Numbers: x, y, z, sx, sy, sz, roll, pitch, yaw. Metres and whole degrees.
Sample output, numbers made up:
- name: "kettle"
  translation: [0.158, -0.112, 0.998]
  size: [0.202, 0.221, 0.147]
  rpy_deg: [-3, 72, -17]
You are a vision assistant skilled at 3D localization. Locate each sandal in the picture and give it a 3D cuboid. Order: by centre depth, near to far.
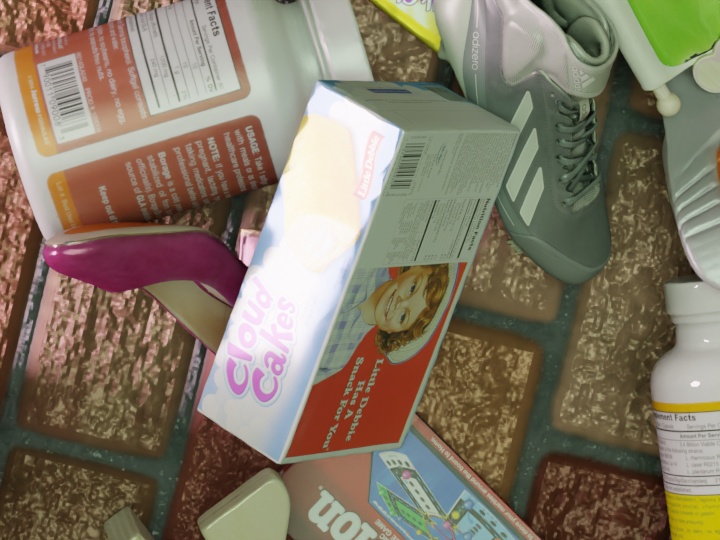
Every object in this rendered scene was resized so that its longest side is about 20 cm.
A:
- name: "sandal"
  translation: [0.207, -0.076, 1.639]
  size: [0.079, 0.059, 0.208]
  rpy_deg: [-12, 63, 5]

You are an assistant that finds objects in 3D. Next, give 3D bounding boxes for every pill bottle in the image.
- name: "pill bottle"
  translation: [-0.093, -0.092, 1.613]
  size: [0.199, 0.112, 0.113]
  rpy_deg: [-16, 94, -1]
- name: "pill bottle"
  translation: [0.220, 0.101, 1.641]
  size: [0.104, 0.104, 0.201]
  rpy_deg: [-8, 94, -2]

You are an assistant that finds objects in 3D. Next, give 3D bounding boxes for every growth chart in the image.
- name: "growth chart"
  translation: [0.210, -0.188, 1.582]
  size: [0.200, 0.018, 0.145]
  rpy_deg: [-38, 108, 9]

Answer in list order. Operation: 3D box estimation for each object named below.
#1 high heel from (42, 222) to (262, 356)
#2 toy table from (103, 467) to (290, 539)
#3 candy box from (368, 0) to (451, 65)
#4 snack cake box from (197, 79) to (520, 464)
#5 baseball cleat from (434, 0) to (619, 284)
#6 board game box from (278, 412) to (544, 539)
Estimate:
- name: "high heel"
  translation: [-0.099, 0.023, 1.597]
  size: [0.067, 0.200, 0.097]
  rpy_deg: [3, 91, 36]
- name: "toy table"
  translation: [-0.093, 0.209, 1.609]
  size: [0.200, 0.184, 0.117]
  rpy_deg: [-41, 110, -11]
- name: "candy box"
  translation: [0.021, -0.204, 1.653]
  size: [0.200, 0.026, 0.102]
  rpy_deg: [37, 95, -4]
- name: "snack cake box"
  translation: [0.000, 0.000, 1.585]
  size: [0.067, 0.115, 0.201]
  rpy_deg: [30, 109, 30]
- name: "baseball cleat"
  translation: [0.108, -0.081, 1.610]
  size: [0.070, 0.106, 0.201]
  rpy_deg: [-43, 115, -37]
- name: "board game box"
  translation: [0.044, 0.166, 1.681]
  size: [0.200, 0.019, 0.103]
  rpy_deg: [45, 92, -4]
